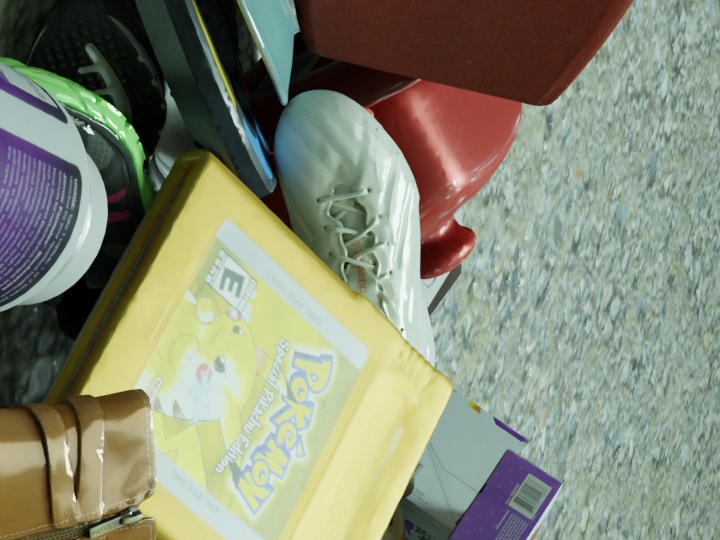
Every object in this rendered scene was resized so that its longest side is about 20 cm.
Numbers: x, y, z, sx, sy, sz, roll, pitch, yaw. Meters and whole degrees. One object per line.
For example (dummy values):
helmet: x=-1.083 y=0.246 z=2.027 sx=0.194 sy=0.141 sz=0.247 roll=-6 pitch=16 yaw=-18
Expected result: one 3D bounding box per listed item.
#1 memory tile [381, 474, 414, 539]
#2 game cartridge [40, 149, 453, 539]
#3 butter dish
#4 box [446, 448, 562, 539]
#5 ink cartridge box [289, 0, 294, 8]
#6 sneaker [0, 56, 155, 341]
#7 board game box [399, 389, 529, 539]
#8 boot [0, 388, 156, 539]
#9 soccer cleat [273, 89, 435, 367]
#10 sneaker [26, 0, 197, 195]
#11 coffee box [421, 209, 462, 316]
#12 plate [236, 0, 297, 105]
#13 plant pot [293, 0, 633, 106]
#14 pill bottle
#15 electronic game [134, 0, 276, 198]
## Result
memory tile: x=-0.027 y=0.073 z=1.538 sx=0.200 sy=0.017 sz=0.153 roll=56 pitch=23 yaw=-25
game cartridge: x=-0.054 y=0.070 z=1.425 sx=0.200 sy=0.032 sz=0.177 roll=42 pitch=61 yaw=-30
butter dish: x=0.014 y=-0.063 z=1.627 sx=0.148 sy=0.199 sz=0.200 roll=60 pitch=31 yaw=-14
box: x=0.033 y=0.205 z=1.582 sx=0.200 sy=0.039 sz=0.137 roll=-54 pitch=171 yaw=-24
ink cartridge box: x=-0.022 y=-0.235 z=1.663 sx=0.200 sy=0.084 sz=0.145 roll=25 pitch=75 yaw=-72
sneaker: x=-0.145 y=-0.031 z=1.399 sx=0.084 sy=0.077 sz=0.200 roll=-60 pitch=145 yaw=-23
board game box: x=0.002 y=0.164 z=1.752 sx=0.103 sy=0.105 sz=0.200 roll=-45 pitch=167 yaw=-49
boot: x=-0.163 y=0.074 z=1.274 sx=0.200 sy=0.154 sz=0.074 roll=95 pitch=-27 yaw=-43
soccer cleat: x=0.000 y=0.000 z=1.520 sx=0.078 sy=0.069 sz=0.201 roll=-73 pitch=153 yaw=-52
sneaker: x=-0.124 y=-0.081 z=1.479 sx=0.200 sy=0.073 sz=0.080 roll=78 pitch=12 yaw=-55
coffee box: x=-0.021 y=0.003 z=1.728 sx=0.200 sy=0.113 sz=0.080 roll=-51 pitch=145 yaw=-56
plate: x=-0.068 y=-0.179 z=1.469 sx=0.200 sy=0.025 sz=0.201 roll=-23 pitch=90 yaw=-89
plant pot: x=0.057 y=-0.201 z=1.476 sx=0.200 sy=0.199 sz=0.177 roll=-78 pitch=-178 yaw=-48
pill bottle: x=-0.181 y=-0.040 z=1.233 sx=0.200 sy=0.111 sz=0.112 roll=29 pitch=71 yaw=-70
electronic game: x=-0.084 y=-0.130 z=1.466 sx=0.200 sy=0.041 sz=0.201 roll=-21 pitch=90 yaw=-87
